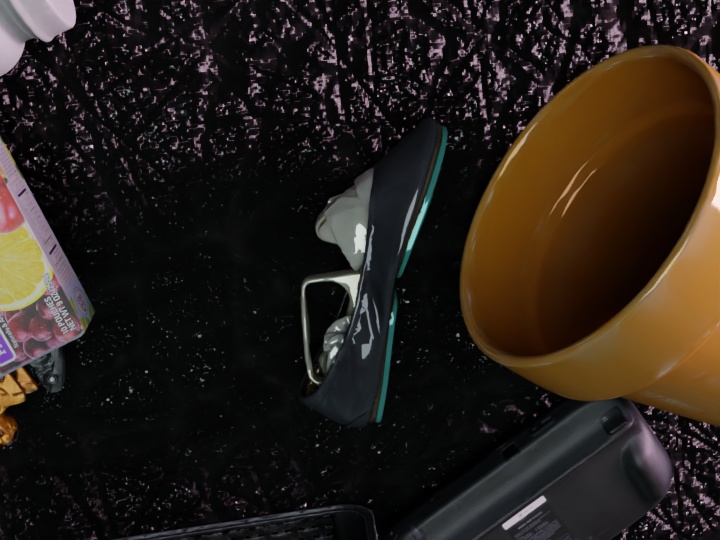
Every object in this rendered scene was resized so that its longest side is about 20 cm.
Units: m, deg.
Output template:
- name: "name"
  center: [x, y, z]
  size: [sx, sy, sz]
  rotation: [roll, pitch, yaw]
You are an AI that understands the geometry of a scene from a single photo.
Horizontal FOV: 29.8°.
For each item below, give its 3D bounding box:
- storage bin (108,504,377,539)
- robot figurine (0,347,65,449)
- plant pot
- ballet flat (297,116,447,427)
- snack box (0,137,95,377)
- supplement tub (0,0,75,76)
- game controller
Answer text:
- name: "storage bin"
  center: [-0.080, 0.227, 0.841]
  size: [0.198, 0.135, 0.095]
  rotation: [-8, 104, -3]
- name: "robot figurine"
  center: [-0.268, 0.021, 0.817]
  size: [0.144, 0.058, 0.201]
  rotation: [-32, 103, 4]
- name: "plant pot"
  center: [0.190, 0.003, 0.793]
  size: [0.182, 0.200, 0.201]
  rotation: [31, 100, -27]
- name: "ballet flat"
  center: [0.000, 0.000, 0.830]
  size: [0.072, 0.073, 0.202]
  rotation: [11, 105, -7]
- name: "snack box"
  center: [-0.271, 0.014, 0.758]
  size: [0.198, 0.053, 0.143]
  rotation: [-26, 102, 0]
- name: "supplement tub"
  center: [-0.271, -0.149, 0.733]
  size: [0.198, 0.140, 0.141]
  rotation: [-24, 104, 2]
- name: "game controller"
  center: [0.111, 0.162, 0.898]
  size: [0.199, 0.042, 0.105]
  rotation: [-36, 118, 5]
